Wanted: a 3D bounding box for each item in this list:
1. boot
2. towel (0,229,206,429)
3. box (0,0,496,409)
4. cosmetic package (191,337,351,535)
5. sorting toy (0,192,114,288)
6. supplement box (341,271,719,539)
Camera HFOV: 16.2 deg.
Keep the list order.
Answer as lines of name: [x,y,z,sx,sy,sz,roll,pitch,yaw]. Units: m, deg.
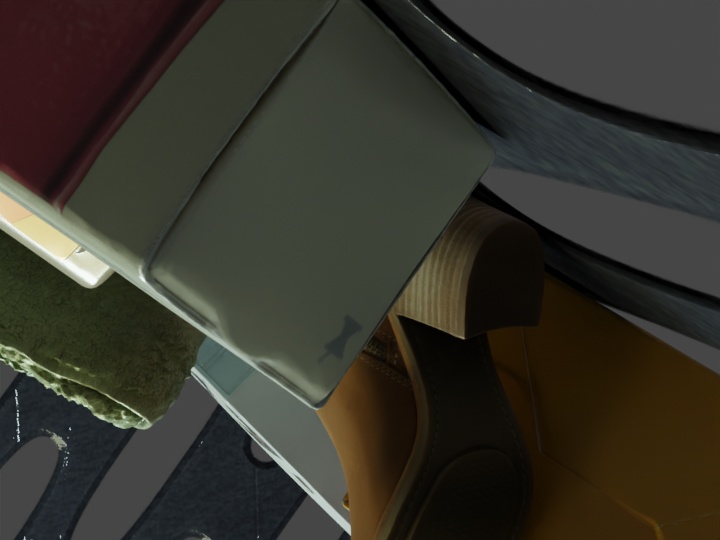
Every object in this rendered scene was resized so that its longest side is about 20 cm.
boot: [0.000,0.052,1.047,0.074,0.200,0.155,7,-171,-41]
towel: [-0.141,-0.017,1.206,0.200,0.148,0.036,26,155,24]
box: [-0.077,-0.062,0.839,0.200,0.109,0.128,32,175,33]
cosmetic package: [-0.025,0.092,1.389,0.200,0.051,0.083,49,176,-41]
sorting toy: [-0.143,-0.081,1.022,0.185,0.036,0.200,36,140,-13]
supplement box: [0.138,0.124,1.107,0.197,0.133,0.200,32,175,33]
